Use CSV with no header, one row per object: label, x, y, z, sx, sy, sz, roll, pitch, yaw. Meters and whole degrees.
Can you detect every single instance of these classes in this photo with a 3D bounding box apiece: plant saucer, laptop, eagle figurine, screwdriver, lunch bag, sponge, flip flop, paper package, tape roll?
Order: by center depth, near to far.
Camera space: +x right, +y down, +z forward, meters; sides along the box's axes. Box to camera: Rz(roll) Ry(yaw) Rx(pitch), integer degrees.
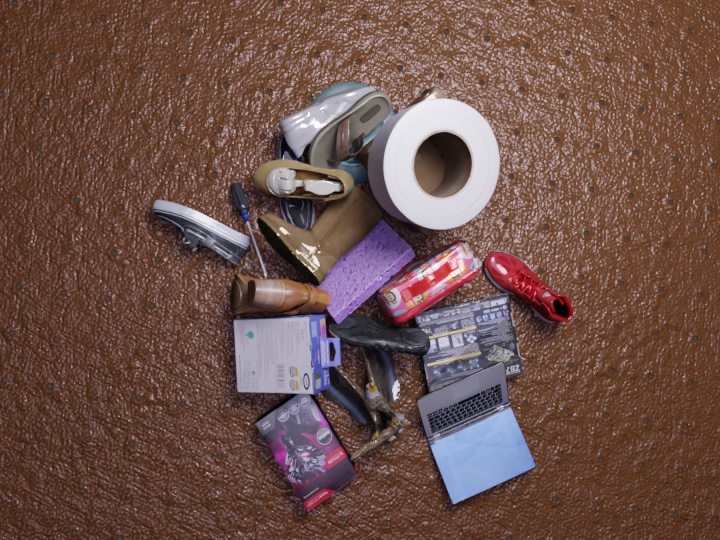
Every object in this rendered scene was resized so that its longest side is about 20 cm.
tape roll,0.119,-0.177,0.964,0.196,0.139,0.210,-2,100,-10
flip flop,-0.018,-0.246,1.048,0.199,0.081,0.058,-39,48,8
lunch bag,0.125,0.018,1.060,0.197,0.176,0.083,-32,90,-3
paper package,0.121,-0.204,1.083,0.190,0.103,0.201,-40,104,-2
laptop,0.224,0.312,1.087,0.183,0.117,0.203,-22,129,-4
screwdriver,-0.210,-0.081,1.088,0.027,0.029,0.204,-9,64,-37
eagle figurine,0.015,0.232,1.089,0.149,0.153,0.202,-2,46,-39
sponge,0.000,0.000,1.093,0.199,0.030,0.112,-40,47,-3
plant saucer,-0.018,-0.278,1.128,0.193,0.036,0.207,0,88,-4

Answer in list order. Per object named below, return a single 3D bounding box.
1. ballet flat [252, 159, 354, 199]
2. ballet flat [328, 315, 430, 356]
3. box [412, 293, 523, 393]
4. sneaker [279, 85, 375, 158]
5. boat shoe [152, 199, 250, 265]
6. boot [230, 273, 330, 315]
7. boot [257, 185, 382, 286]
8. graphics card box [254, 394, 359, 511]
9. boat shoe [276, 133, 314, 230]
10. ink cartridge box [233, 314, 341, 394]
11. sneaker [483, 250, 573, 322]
ballet flat,-0.109,-0.163,1.034,0.193,0.063,0.071,3,111,6
ballet flat,0.034,0.129,1.056,0.194,0.058,0.068,10,48,11
box,0.212,0.145,1.127,0.194,0.049,0.166,-13,88,-4
sneaker,-0.053,-0.283,1.082,0.196,0.075,0.090,-26,111,-7
boat shoe,-0.311,-0.071,1.087,0.195,0.072,0.073,23,83,-5
boot,-0.157,0.053,1.066,0.151,0.198,0.076,8,87,-30
boot,-0.076,-0.095,1.077,0.175,0.066,0.201,45,64,-10
graphics card box,-0.102,0.343,1.103,0.124,0.051,0.203,-31,90,-3
boat shoe,-0.128,-0.168,1.103,0.068,0.066,0.207,-5,89,-3
ink cartridge box,-0.133,0.155,1.055,0.194,0.076,0.141,-4,90,24
sneaker,0.335,0.028,1.102,0.197,0.116,0.079,34,87,-2
